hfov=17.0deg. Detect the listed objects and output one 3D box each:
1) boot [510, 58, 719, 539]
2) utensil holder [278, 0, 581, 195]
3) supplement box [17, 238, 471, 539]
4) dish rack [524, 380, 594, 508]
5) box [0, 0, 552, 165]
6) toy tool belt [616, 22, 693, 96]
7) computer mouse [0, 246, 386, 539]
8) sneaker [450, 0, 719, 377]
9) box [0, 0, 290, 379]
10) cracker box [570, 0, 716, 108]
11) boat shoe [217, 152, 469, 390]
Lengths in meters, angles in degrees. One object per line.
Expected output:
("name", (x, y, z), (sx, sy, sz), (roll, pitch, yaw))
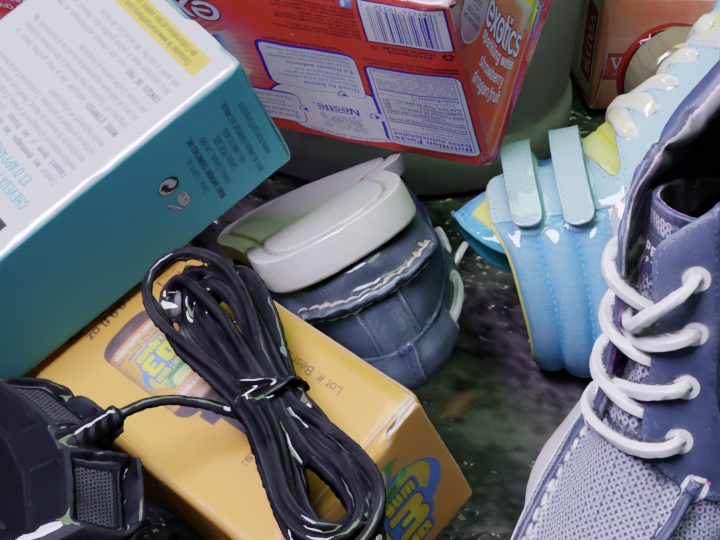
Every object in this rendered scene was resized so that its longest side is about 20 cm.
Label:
("boot", (0.086, 0.023, 0.679), (0.073, 0.200, 0.090), (30, -7, 45))
("utensil holder", (0.014, -0.157, 0.962), (0.169, 0.200, 0.170), (5, 31, -3))
("supplement box", (-0.061, 0.031, 0.747), (0.200, 0.069, 0.067), (33, 74, 37))
("dish rack", (0.158, 0.043, 0.708), (0.172, 0.200, 0.044), (39, 1, 44))
("box", (-0.040, -0.115, 0.833), (0.199, 0.100, 0.096), (11, 64, 19))
("toy tool belt", (0.207, -0.055, 0.912), (0.199, 0.125, 0.123), (1, 23, -10))
("computer mouse", (-0.087, 0.087, 0.653), (0.200, 0.046, 0.140), (-30, 48, -13))
("sneaker", (0.101, -0.052, 0.839), (0.130, 0.201, 0.080), (6, -11, 10))
("box", (-0.124, -0.006, 0.723), (0.200, 0.049, 0.082), (-39, 51, -7))
("cracker box", (0.148, -0.141, 1.103), (0.134, 0.058, 0.200), (0, 30, -10))
("boat shoe", (0.000, 0.000, 0.807), (0.075, 0.062, 0.200), (-29, 8, -5))
